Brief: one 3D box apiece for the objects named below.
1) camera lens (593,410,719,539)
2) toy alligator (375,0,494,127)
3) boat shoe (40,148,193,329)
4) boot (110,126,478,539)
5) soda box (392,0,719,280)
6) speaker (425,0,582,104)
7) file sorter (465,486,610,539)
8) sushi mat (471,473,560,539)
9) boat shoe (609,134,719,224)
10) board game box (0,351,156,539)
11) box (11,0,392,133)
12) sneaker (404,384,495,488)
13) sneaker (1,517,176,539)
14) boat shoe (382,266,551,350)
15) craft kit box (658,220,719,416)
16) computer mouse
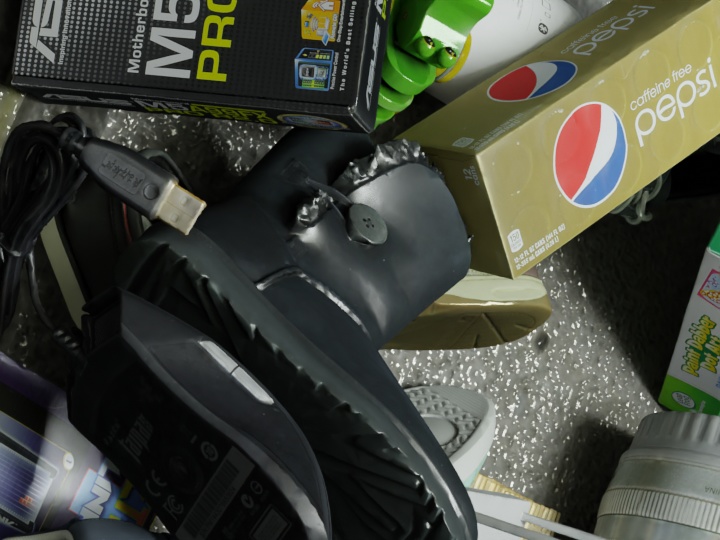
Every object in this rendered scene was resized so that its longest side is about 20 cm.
[{"bbox_3d":[0.193,0.196,0.993,0.159,0.159,0.202,29,73,-34],"label":"camera lens"},{"bbox_3d":[0.024,-0.105,0.838,0.059,0.199,0.055,24,57,-29],"label":"toy alligator"},{"bbox_3d":[-0.073,0.045,0.808,0.203,0.063,0.074,65,23,5],"label":"boat shoe"},{"bbox_3d":[0.008,0.027,0.786,0.200,0.076,0.168,46,42,6],"label":"boot"},{"bbox_3d":[0.114,-0.077,0.897,0.199,0.064,0.068,-34,118,-29],"label":"soda box"},{"bbox_3d":[0.020,-0.144,0.910,0.199,0.081,0.082,27,74,-35],"label":"speaker"},{"bbox_3d":[0.073,0.217,0.863,0.139,0.123,0.202,22,85,-64],"label":"file sorter"},{"bbox_3d":[0.042,0.204,0.969,0.095,0.012,0.202,33,71,-35],"label":"sushi mat"},{"bbox_3d":[0.156,-0.061,1.004,0.199,0.073,0.062,-14,67,-46],"label":"boat shoe"},{"bbox_3d":[-0.189,0.130,0.766,0.165,0.056,0.201,38,67,-33],"label":"board game box"},{"bbox_3d":[-0.061,-0.168,0.807,0.044,0.158,0.202,34,64,-77],"label":"box"},{"bbox_3d":[0.009,0.150,0.919,0.200,0.073,0.119,-46,140,-43],"label":"sneaker"},{"bbox_3d":[-0.111,0.194,0.750,0.145,0.077,0.204,9,105,-33],"label":"sneaker"},{"bbox_3d":[0.001,0.000,0.909,0.199,0.072,0.067,4,58,-25],"label":"boat shoe"},{"bbox_3d":[0.239,-0.035,1.026,0.201,0.048,0.198,-57,162,-23],"label":"craft kit box"},{"bbox_3d":[-0.068,0.027,0.698,0.200,0.141,0.046,40,41,14],"label":"computer mouse"}]
